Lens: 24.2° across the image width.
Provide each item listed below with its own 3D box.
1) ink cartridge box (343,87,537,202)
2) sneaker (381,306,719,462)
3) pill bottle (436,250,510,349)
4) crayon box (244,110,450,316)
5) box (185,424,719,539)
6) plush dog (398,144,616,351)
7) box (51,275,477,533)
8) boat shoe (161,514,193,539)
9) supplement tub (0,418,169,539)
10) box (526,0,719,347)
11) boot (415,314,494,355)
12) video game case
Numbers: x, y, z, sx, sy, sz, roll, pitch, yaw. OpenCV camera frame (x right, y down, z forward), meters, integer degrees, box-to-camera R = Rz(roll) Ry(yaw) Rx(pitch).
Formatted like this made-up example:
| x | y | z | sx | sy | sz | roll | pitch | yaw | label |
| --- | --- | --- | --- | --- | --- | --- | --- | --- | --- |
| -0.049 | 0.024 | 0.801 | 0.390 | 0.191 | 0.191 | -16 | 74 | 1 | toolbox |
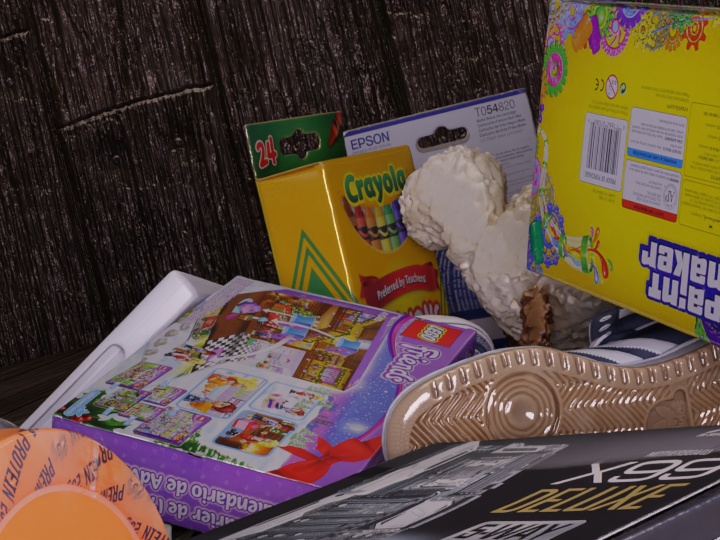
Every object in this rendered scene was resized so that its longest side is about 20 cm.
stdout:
| x | y | z | sx | sy | sz | roll | pitch | yaw | label |
| --- | --- | --- | --- | --- | --- | --- | --- | --- | --- |
| 0.083 | -0.042 | 1.476 | 0.198 | 0.202 | 0.041 | -15 | 3 | -25 | ink cartridge box |
| 0.092 | 0.057 | 0.712 | 0.198 | 0.071 | 0.108 | -8 | 5 | -17 | sneaker |
| 0.106 | 0.009 | 1.207 | 0.110 | 0.112 | 0.199 | -17 | 3 | -41 | pill bottle |
| 0.000 | 0.000 | 1.017 | 0.050 | 0.202 | 0.127 | -13 | 3 | 28 | crayon box |
| 0.034 | 0.093 | 0.512 | 0.157 | 0.050 | 0.199 | -16 | 3 | -37 | box |
| 0.139 | 0.006 | 0.985 | 0.198 | 0.162 | 0.171 | -19 | -30 | 31 | plush dog |
| -0.038 | 0.063 | 0.785 | 0.135 | 0.040 | 0.200 | 12 | 21 | 17 | box |
| -0.106 | 0.115 | 0.801 | 0.061 | 0.073 | 0.200 | 0 | 12 | 0 | boat shoe |
| -0.156 | 0.107 | 0.487 | 0.198 | 0.124 | 0.122 | -14 | 2 | 33 | supplement tub |
| 0.200 | -0.040 | 0.678 | 0.190 | 0.124 | 0.200 | 0 | 11 | -23 | box |
| 0.007 | 0.081 | 0.895 | 0.198 | 0.074 | 0.090 | -20 | 17 | -26 | boot |
| -0.140 | 0.077 | 0.934 | 0.182 | 0.022 | 0.200 | -46 | -6 | 1 | video game case |
